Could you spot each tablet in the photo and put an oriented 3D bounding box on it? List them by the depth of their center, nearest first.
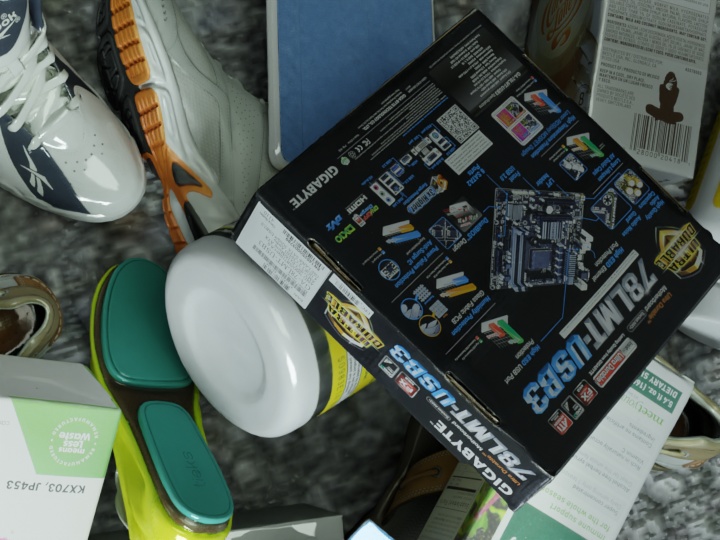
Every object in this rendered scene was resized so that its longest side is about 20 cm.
[{"bbox_3d":[-0.005,-0.152,0.964,0.130,0.014,0.202,5,79,-39],"label":"tablet"}]

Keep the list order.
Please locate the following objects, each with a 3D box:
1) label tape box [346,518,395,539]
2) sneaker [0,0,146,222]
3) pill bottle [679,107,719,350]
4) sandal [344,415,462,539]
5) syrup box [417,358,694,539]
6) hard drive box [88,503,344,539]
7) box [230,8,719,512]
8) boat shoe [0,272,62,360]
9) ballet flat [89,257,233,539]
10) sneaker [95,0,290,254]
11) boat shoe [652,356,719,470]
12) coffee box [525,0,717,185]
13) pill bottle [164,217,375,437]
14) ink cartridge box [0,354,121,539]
[{"bbox_3d":[-0.011,0.246,0.816,0.144,0.063,0.200,39,108,-13],"label":"label tape box"},{"bbox_3d":[-0.188,-0.107,0.863,0.079,0.130,0.199,-41,97,-14],"label":"sneaker"},{"bbox_3d":[0.268,-0.047,1.031,0.111,0.111,0.201,24,80,-16],"label":"pill bottle"},{"bbox_3d":[0.043,0.136,0.948,0.082,0.055,0.200,35,95,-10],"label":"sandal"},{"bbox_3d":[0.094,0.130,0.888,0.078,0.081,0.201,32,78,-10],"label":"syrup box"},{"bbox_3d":[-0.083,0.244,0.913,0.155,0.077,0.202,-6,89,-20],"label":"hard drive box"},{"bbox_3d":[0.069,-0.013,0.831,0.198,0.050,0.200,44,53,3],"label":"box"},{"bbox_3d":[-0.254,0.059,0.867,0.199,0.068,0.075,-33,99,-17],"label":"boat shoe"},{"bbox_3d":[-0.120,0.082,0.890,0.066,0.067,0.201,11,40,-32],"label":"ballet flat"},{"bbox_3d":[-0.084,-0.086,0.939,0.092,0.076,0.201,-27,103,-26],"label":"sneaker"},{"bbox_3d":[0.140,0.059,0.992,0.199,0.068,0.075,27,71,-17],"label":"boat shoe"},{"bbox_3d":[0.160,-0.155,0.998,0.079,0.114,0.202,11,83,-18],"label":"coffee box"},{"bbox_3d":[0.000,0.000,0.893,0.199,0.112,0.113,-29,97,-34],"label":"pill bottle"},{"bbox_3d":[-0.209,0.147,0.838,0.116,0.067,0.201,9,104,-31],"label":"ink cartridge box"}]
